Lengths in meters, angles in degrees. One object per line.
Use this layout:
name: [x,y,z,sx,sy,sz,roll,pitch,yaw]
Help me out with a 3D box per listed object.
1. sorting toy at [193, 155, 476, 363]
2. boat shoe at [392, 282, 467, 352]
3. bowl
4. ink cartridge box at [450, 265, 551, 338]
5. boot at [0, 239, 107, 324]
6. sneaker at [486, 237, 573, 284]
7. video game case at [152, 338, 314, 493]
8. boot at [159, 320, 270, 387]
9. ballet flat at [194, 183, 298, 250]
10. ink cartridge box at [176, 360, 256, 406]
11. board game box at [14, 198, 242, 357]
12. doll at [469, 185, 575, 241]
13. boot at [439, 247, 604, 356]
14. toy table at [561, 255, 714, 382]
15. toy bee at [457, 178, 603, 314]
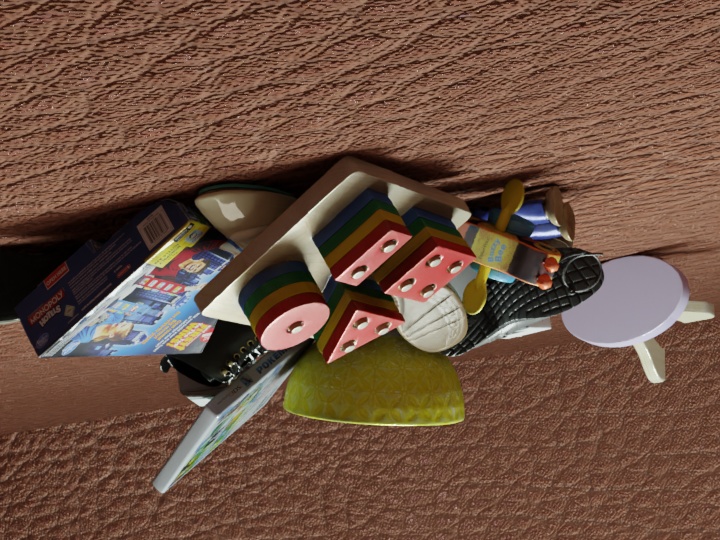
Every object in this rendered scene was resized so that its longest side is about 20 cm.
sorting toy: [-0.011,0.006,1.339,0.199,0.070,0.200,-41,152,21]
boat shoe: [0.049,0.007,1.498,0.071,0.065,0.200,-27,133,8]
bowl: [0.018,0.101,1.615,0.199,0.108,0.200,4,-178,0]
ink cartridge box: [0.167,0.020,1.797,0.067,0.116,0.200,-15,170,33]
boot: [-0.333,0.029,1.489,0.203,0.074,0.154,-9,167,-18]
sneaker: [0.183,-0.015,1.707,0.070,0.076,0.200,-14,169,37]
video game case: [-0.135,0.146,1.630,0.182,0.022,0.200,-40,172,-39]
boot: [-0.093,0.076,1.527,0.200,0.139,0.078,14,149,22]
ballet flat: [-0.070,-0.038,1.350,0.069,0.070,0.200,-14,169,36]
ink cartridge box: [-0.173,0.079,1.766,0.083,0.147,0.200,-8,170,-2]
board game box: [-0.185,0.013,1.412,0.200,0.062,0.200,-40,154,17]
doll: [0.121,-0.038,1.562,0.199,0.049,0.136,-9,153,24]
boot: [0.170,0.030,1.610,0.200,0.070,0.132,-22,175,13]
toy table: [0.404,0.060,2.144,0.200,0.184,0.117,1,164,43]
toy bee: [0.151,-0.023,1.444,0.199,0.131,0.109,-3,-166,-6]
